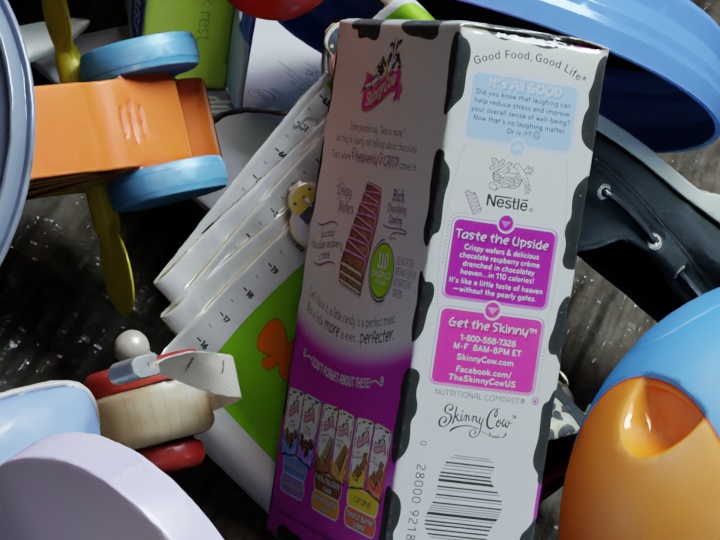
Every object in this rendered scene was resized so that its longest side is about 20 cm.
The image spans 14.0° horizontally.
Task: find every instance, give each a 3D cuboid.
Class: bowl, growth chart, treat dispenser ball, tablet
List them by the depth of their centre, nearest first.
[{"bbox_3d":[0.175,0.100,1.123,0.200,0.202,0.201,19,34,-13],"label":"treat dispenser ball"},{"bbox_3d":[0.000,0.000,1.145,0.144,0.201,0.018,37,-7,-18],"label":"growth chart"},{"bbox_3d":[0.060,-0.102,1.233,0.199,0.040,0.201,17,-9,3],"label":"bowl"},{"bbox_3d":[-0.047,-0.071,1.290,0.129,0.014,0.200,-13,31,-29],"label":"tablet"}]

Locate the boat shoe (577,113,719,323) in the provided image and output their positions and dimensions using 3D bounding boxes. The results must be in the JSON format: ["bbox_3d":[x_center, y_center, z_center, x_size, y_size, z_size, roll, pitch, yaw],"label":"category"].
[{"bbox_3d":[0.090,-0.024,1.228,0.199,0.066,0.074,31,-10,-36],"label":"boat shoe"}]

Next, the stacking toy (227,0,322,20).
[{"bbox_3d":[-0.102,-0.146,1.126,0.199,0.086,0.086,14,34,-5],"label":"stacking toy"}]

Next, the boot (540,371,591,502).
[{"bbox_3d":[0.057,0.026,1.258,0.203,0.074,0.154,-17,55,-41],"label":"boot"}]

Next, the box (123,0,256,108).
[{"bbox_3d":[-0.081,-0.171,1.319,0.047,0.123,0.200,1,32,-12],"label":"box"}]

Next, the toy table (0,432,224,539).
[{"bbox_3d":[-0.096,0.164,0.868,0.117,0.183,0.201,-36,109,-50],"label":"toy table"}]

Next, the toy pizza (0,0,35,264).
[{"bbox_3d":[-0.205,-0.040,1.073,0.200,0.200,0.032,44,4,24],"label":"toy pizza"}]

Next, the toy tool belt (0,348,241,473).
[{"bbox_3d":[-0.121,0.105,1.005,0.199,0.125,0.124,-13,87,-41],"label":"toy tool belt"}]

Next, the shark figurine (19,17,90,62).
[{"bbox_3d":[-0.169,-0.060,1.203,0.089,0.129,0.214,19,7,4],"label":"shark figurine"}]

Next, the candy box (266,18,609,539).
[{"bbox_3d":[0.025,0.011,1.073,0.061,0.202,0.136,7,3,-19],"label":"candy box"}]

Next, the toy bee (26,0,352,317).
[{"bbox_3d":[-0.092,-0.045,1.168,0.199,0.108,0.132,15,69,-36],"label":"toy bee"}]
